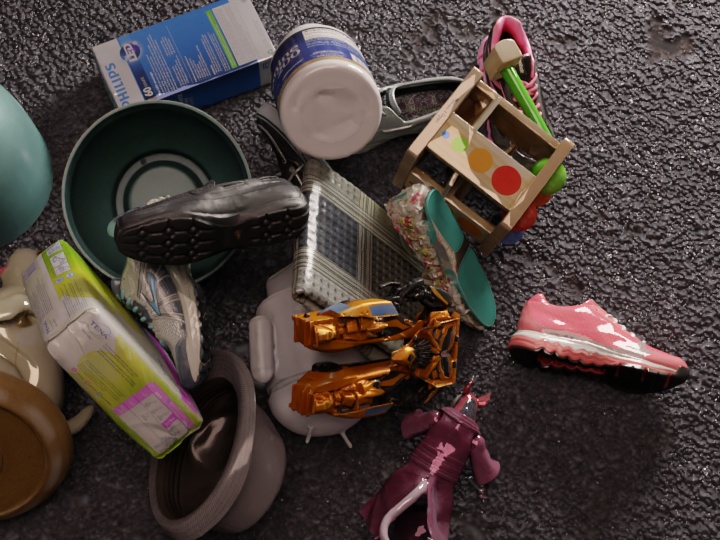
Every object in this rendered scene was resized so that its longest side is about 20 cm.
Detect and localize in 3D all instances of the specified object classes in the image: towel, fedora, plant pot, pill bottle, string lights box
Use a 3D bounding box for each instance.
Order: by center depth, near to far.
[{"bbox_3d":[-0.392,0.184,1.288,0.200,0.200,0.028,-5,31,-3],"label":"plant pot"},{"bbox_3d":[-0.138,0.191,1.320,0.090,0.177,0.200,29,37,-33],"label":"fedora"},{"bbox_3d":[0.000,0.000,1.372,0.035,0.200,0.193,-29,42,32],"label":"towel"},{"bbox_3d":[-0.220,-0.079,1.407,0.200,0.134,0.201,0,90,-6],"label":"plant pot"},{"bbox_3d":[-0.460,-0.138,1.427,0.200,0.161,0.201,0,68,-1],"label":"plant pot"},{"bbox_3d":[-0.044,-0.209,1.428,0.111,0.111,0.200,-9,28,-5],"label":"pill bottle"},{"bbox_3d":[-0.209,-0.249,1.532,0.200,0.059,0.103,-22,70,-10],"label":"string lights box"}]

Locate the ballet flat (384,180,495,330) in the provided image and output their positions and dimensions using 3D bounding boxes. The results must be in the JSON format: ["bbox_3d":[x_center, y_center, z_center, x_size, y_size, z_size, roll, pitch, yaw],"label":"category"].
[{"bbox_3d":[0.088,-0.015,1.406,0.064,0.200,0.076,-5,37,35],"label":"ballet flat"}]

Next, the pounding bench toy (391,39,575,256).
[{"bbox_3d":[0.162,-0.140,1.420,0.156,0.124,0.200,37,76,3],"label":"pounding bench toy"}]

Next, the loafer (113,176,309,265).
[{"bbox_3d":[-0.150,-0.053,1.270,0.200,0.068,0.070,-11,44,-23],"label":"loafer"}]

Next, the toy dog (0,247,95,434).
[{"bbox_3d":[-0.355,0.066,1.362,0.194,0.140,0.200,23,69,-6],"label":"toy dog"}]

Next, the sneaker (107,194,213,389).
[{"bbox_3d":[-0.206,0.028,1.312,0.086,0.078,0.200,-14,82,1],"label":"sneaker"}]

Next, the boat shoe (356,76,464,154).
[{"bbox_3d":[0.035,-0.192,1.509,0.200,0.072,0.070,-12,69,-6],"label":"boat shoe"}]

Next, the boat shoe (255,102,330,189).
[{"bbox_3d":[-0.068,-0.102,1.471,0.068,0.074,0.199,-38,87,-5],"label":"boat shoe"}]

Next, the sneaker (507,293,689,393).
[{"bbox_3d":[0.267,0.074,1.406,0.200,0.074,0.087,13,67,4],"label":"sneaker"}]

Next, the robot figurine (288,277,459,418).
[{"bbox_3d":[0.023,0.085,1.287,0.200,0.058,0.145,-7,107,-32],"label":"robot figurine"}]

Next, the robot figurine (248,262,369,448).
[{"bbox_3d":[-0.050,0.091,1.368,0.169,0.113,0.200,6,63,-37],"label":"robot figurine"}]

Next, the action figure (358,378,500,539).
[{"bbox_3d":[0.070,0.200,1.318,0.134,0.149,0.200,25,83,15],"label":"action figure"}]

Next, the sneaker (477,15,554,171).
[{"bbox_3d":[0.186,-0.212,1.509,0.079,0.095,0.200,-11,70,-8],"label":"sneaker"}]

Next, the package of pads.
[{"bbox_3d":[-0.250,0.082,1.283,0.068,0.200,0.155,-38,37,-2],"label":"package of pads"}]
